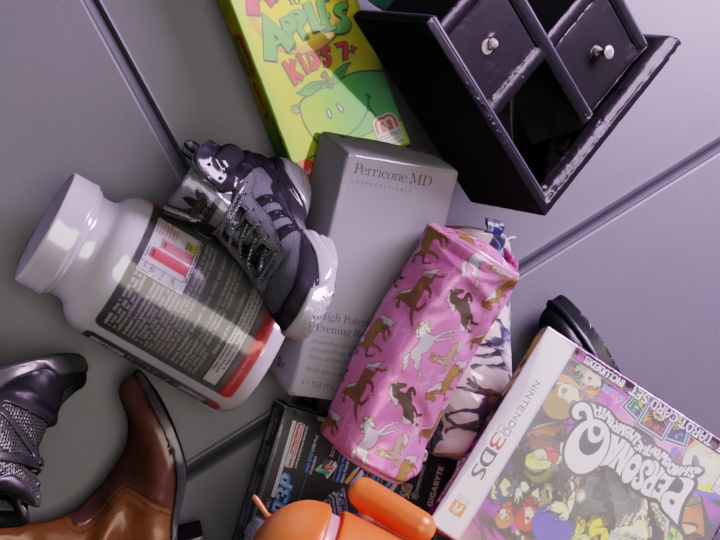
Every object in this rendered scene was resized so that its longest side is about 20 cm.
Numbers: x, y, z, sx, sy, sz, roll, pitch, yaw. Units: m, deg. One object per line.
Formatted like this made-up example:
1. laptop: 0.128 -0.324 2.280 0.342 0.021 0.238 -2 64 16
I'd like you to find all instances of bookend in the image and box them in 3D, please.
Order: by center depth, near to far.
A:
1. bookend: 0.128 -0.186 1.489 0.200 0.092 0.199 -49 124 -21

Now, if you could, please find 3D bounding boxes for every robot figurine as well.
1. robot figurine: -0.006 0.243 1.413 0.198 0.117 0.145 25 118 -3

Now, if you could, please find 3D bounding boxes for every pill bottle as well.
1. pill bottle: -0.160 0.015 1.474 0.199 0.116 0.117 31 84 -14

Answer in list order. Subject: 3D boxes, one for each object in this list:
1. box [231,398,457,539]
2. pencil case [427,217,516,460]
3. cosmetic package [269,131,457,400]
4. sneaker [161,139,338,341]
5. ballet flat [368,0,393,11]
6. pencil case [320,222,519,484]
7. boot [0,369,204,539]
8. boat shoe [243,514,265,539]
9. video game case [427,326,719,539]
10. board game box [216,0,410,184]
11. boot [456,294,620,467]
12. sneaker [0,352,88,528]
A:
1. box: -0.023 0.225 1.553 0.157 0.046 0.202 17 87 -15
2. pencil case: 0.091 0.062 1.542 0.088 0.078 0.202 -1 78 -9
3. cosmetic package: 0.000 0.000 1.513 0.101 0.074 0.202 7 105 -23
4. sneaker: -0.088 -0.028 1.426 0.113 0.201 0.076 21 120 -26
5. ballet flat: 0.064 -0.212 1.551 0.200 0.068 0.073 40 49 -27
6. pencil case: 0.047 0.062 1.467 0.082 0.086 0.201 30 95 28
7. boot: -0.231 0.191 1.501 0.198 0.068 0.190 -14 103 -7
8. boat shoe: -0.004 0.253 1.507 0.198 0.072 0.072 18 95 -5
9. video game case: 0.178 0.173 1.469 0.199 0.036 0.182 33 82 0
10. board game box: -0.044 -0.178 1.535 0.101 0.048 0.202 -23 97 -13
11. boot: 0.153 0.143 1.590 0.161 0.073 0.200 -29 97 -6
12. sneaker: -0.264 0.127 1.426 0.076 0.199 0.115 -14 96 24
